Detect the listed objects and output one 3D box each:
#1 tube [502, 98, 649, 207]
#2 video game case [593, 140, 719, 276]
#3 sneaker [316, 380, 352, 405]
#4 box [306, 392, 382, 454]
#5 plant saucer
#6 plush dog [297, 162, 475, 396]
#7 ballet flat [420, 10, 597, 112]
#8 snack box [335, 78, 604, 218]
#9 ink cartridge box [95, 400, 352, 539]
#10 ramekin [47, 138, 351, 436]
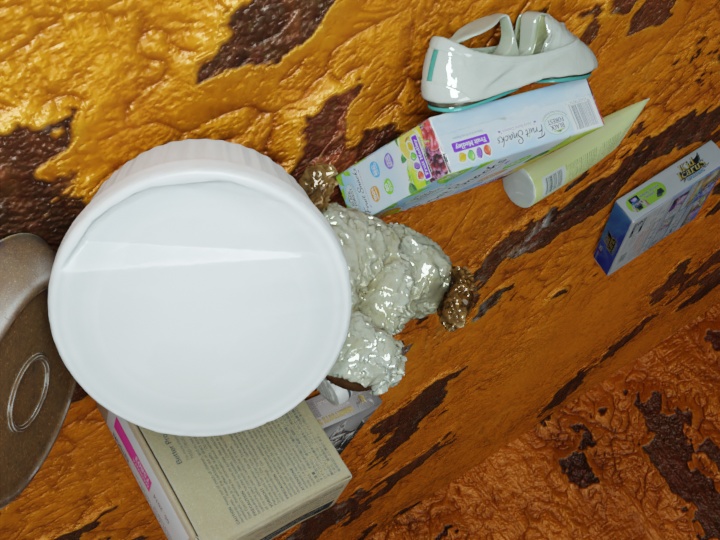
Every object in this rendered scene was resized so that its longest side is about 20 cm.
[{"bbox_3d":[0.244,-0.133,1.139,0.198,0.053,0.058,-29,-159,-27],"label":"tube"},{"bbox_3d":[0.453,-0.092,1.553,0.180,0.046,0.201,-31,159,-10],"label":"video game case"},{"bbox_3d":[-0.037,0.056,0.954,0.079,0.200,0.079,-34,115,-11],"label":"sneaker"},{"bbox_3d":[-0.082,0.235,1.410,0.198,0.049,0.159,-17,153,-41],"label":"box"},{"bbox_3d":[-0.233,0.077,0.677,0.200,0.034,0.204,15,90,-82],"label":"plant saucer"},{"bbox_3d":[0.000,0.000,0.836,0.170,0.198,0.163,4,101,-47],"label":"plush dog"},{"bbox_3d":[0.128,-0.179,0.830,0.198,0.070,0.070,-20,155,-36],"label":"ballet flat"},{"bbox_3d":[0.096,-0.104,0.888,0.198,0.054,0.142,-20,175,-37],"label":"snack box"},{"bbox_3d":[-0.130,0.157,0.947,0.163,0.201,0.075,-20,155,-33],"label":"ink cartridge box"},{"bbox_3d":[-0.107,0.004,0.693,0.199,0.095,0.205,-4,121,-6],"label":"ramekin"}]
